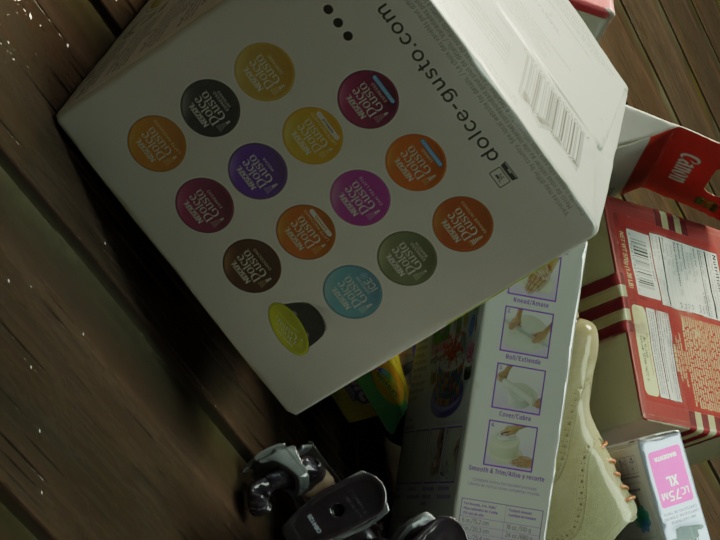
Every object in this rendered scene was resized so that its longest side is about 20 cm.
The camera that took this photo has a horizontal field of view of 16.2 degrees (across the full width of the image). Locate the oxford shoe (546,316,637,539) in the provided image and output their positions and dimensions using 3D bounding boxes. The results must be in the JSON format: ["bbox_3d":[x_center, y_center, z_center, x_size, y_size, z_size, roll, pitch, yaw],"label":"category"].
[{"bbox_3d":[0.135,0.125,1.539,0.071,0.074,0.200,-20,116,-78],"label":"oxford shoe"}]

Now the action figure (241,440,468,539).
[{"bbox_3d":[-0.008,0.142,1.325,0.130,0.069,0.200,46,-12,1],"label":"action figure"}]

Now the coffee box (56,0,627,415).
[{"bbox_3d":[-0.002,-0.086,1.308,0.200,0.198,0.200,53,23,-14],"label":"coffee box"}]

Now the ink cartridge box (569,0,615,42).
[{"bbox_3d":[0.076,-0.210,1.608,0.200,0.145,0.083,-87,-162,-50],"label":"ink cartridge box"}]

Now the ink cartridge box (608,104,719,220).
[{"bbox_3d":[0.159,-0.067,1.671,0.162,0.200,0.050,98,17,-78],"label":"ink cartridge box"}]

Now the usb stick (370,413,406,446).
[{"bbox_3d":[0.023,0.020,1.631,0.055,0.033,0.200,49,31,-44],"label":"usb stick"}]

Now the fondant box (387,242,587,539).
[{"bbox_3d":[0.067,0.082,1.411,0.144,0.058,0.200,158,-60,-76],"label":"fondant box"}]

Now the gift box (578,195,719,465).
[{"bbox_3d":[0.138,0.052,1.725,0.200,0.187,0.185,19,57,-46],"label":"gift box"}]

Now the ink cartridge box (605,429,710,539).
[{"bbox_3d":[0.181,0.206,1.577,0.042,0.119,0.200,-11,85,-28],"label":"ink cartridge box"}]

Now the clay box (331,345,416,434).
[{"bbox_3d":[0.000,0.000,1.521,0.115,0.048,0.200,59,30,-28],"label":"clay box"}]
